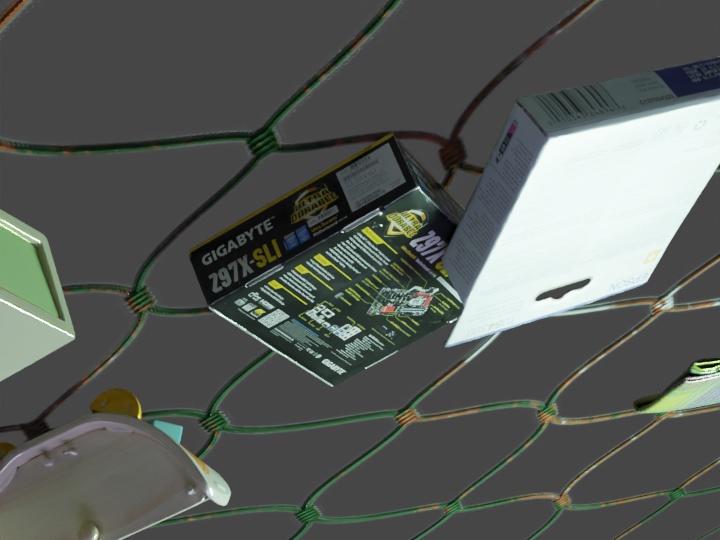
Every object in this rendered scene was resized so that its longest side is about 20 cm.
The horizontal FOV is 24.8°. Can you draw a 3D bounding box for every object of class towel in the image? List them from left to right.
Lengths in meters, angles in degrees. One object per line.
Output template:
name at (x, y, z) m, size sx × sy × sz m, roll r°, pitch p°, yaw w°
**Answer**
towel at (0.371, 0.097, 1.550) m, size 0.200 × 0.023 × 0.144 m, roll -10°, pitch 163°, yaw -15°

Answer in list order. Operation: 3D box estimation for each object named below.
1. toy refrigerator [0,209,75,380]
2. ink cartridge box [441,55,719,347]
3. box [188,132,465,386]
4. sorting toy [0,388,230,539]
toy refrigerator at (-0.241, -0.009, 0.892) m, size 0.070 × 0.076 × 0.200 m, roll -29°, pitch 151°, yaw 14°
ink cartridge box at (0.152, -0.048, 1.091) m, size 0.196 × 0.043 × 0.200 m, roll -15°, pitch 147°, yaw -34°
box at (0.000, 0.000, 1.113) m, size 0.160 × 0.049 × 0.200 m, roll -31°, pitch 151°, yaw 12°
sorting toy at (-0.189, 0.176, 1.252) m, size 0.200 × 0.107 × 0.180 m, roll -25°, pitch 160°, yaw 7°
